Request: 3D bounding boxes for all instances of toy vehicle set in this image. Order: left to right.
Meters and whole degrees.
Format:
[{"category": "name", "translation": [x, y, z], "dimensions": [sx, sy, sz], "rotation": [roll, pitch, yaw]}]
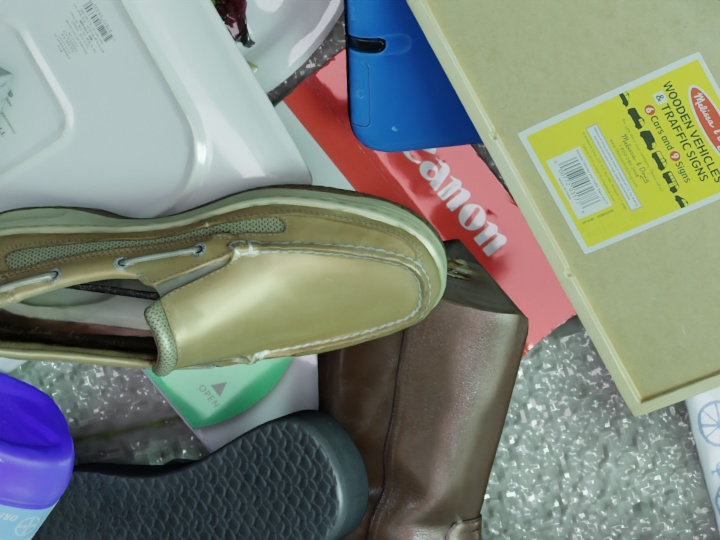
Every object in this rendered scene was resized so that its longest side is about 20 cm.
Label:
[{"category": "toy vehicle set", "translation": [0.116, -0.050, 1.030], "dimensions": [0.124, 0.027, 0.200], "rotation": [-22, 103, 31]}]

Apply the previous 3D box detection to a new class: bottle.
[{"category": "bottle", "translation": [-0.203, 0.130, 1.147], "dimensions": [0.083, 0.065, 0.200], "rotation": [20, 119, -33]}]

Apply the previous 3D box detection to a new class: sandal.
[{"category": "sandal", "translation": [-0.072, 0.110, 1.132], "dimensions": [0.200, 0.043, 0.076], "rotation": [-16, 90, 36]}]

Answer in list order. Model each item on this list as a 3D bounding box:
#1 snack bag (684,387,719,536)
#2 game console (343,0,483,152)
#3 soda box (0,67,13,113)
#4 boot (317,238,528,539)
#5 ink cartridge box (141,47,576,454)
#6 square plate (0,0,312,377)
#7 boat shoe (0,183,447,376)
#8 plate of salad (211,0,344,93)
[{"category": "snack bag", "translation": [0.221, -0.002, 1.086], "dimensions": [0.200, 0.021, 0.189], "rotation": [-13, 82, 5]}, {"category": "game console", "translation": [0.084, -0.157, 1.111], "dimensions": [0.200, 0.118, 0.171], "rotation": [-6, 132, -5]}, {"category": "soda box", "translation": [-0.246, -0.090, 1.085], "dimensions": [0.200, 0.064, 0.068], "rotation": [28, 112, 17]}, {"category": "boot", "translation": [0.054, 0.094, 1.088], "dimensions": [0.186, 0.064, 0.200], "rotation": [13, 98, 20]}, {"category": "ink cartridge box", "translation": [0.000, 0.000, 1.142], "dimensions": [0.200, 0.050, 0.161], "rotation": [-38, 98, 10]}, {"category": "square plate", "translation": [-0.147, -0.073, 1.100], "dimensions": [0.198, 0.028, 0.200], "rotation": [-30, 91, 25]}, {"category": "boat shoe", "translation": [-0.066, 0.015, 1.045], "dimensions": [0.200, 0.076, 0.072], "rotation": [-5, 119, 13]}, {"category": "plate of salad", "translation": [-0.094, -0.157, 1.113], "dimensions": [0.200, 0.048, 0.200], "rotation": [0, 101, 1]}]
